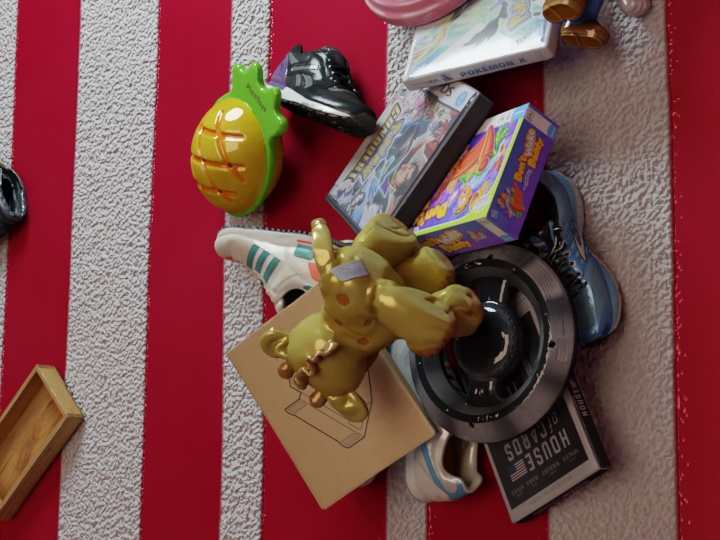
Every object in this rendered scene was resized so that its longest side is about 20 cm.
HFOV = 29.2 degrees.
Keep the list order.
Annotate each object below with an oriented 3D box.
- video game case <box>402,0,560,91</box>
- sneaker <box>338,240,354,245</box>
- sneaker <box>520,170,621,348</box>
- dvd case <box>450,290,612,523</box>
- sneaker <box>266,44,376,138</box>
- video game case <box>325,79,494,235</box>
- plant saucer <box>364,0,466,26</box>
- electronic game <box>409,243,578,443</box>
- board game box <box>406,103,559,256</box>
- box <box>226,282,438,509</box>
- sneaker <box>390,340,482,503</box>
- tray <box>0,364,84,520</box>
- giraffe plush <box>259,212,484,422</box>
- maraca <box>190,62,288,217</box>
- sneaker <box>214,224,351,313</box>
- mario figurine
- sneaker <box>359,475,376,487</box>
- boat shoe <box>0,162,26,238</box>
[{"bbox_3d":[0.142,-0.294,1.494,0.181,0.022,0.202,-8,54,36],"label":"video game case"},{"bbox_3d":[0.000,0.000,1.557,0.198,0.090,0.076,-8,77,36],"label":"sneaker"},{"bbox_3d":[0.197,-0.013,1.409,0.078,0.090,0.202,-31,65,27],"label":"sneaker"},{"bbox_3d":[0.170,0.138,1.417,0.150,0.025,0.202,-45,56,47],"label":"dvd case"},{"bbox_3d":[-0.041,-0.221,1.621,0.199,0.075,0.088,28,91,49],"label":"sneaker"},{"bbox_3d":[0.048,-0.129,1.515,0.201,0.025,0.181,-55,27,7],"label":"video game case"},{"bbox_3d":[0.076,-0.370,1.547,0.199,0.051,0.202,-21,51,28],"label":"plant saucer"},{"bbox_3d":[0.131,0.073,1.390,0.198,0.041,0.203,-10,74,38],"label":"electronic game"},{"bbox_3d":[0.109,-0.085,1.442,0.199,0.045,0.136,-15,47,57],"label":"board game box"},{"bbox_3d":[-0.032,0.128,1.465,0.163,0.021,0.201,-37,82,25],"label":"box"},{"bbox_3d":[0.086,0.144,1.473,0.080,0.076,0.203,-15,83,48],"label":"sneaker"},{"bbox_3d":[-0.463,0.238,1.903,0.201,0.037,0.099,-52,57,19],"label":"tray"},{"bbox_3d":[-0.002,0.057,1.358,0.173,0.199,0.163,51,122,31],"label":"giraffe plush"},{"bbox_3d":[-0.142,-0.156,1.666,0.137,0.106,0.201,49,134,25],"label":"maraca"},{"bbox_3d":[-0.095,0.004,1.531,0.198,0.070,0.095,6,83,40],"label":"sneaker"},{"bbox_3d":[0.258,-0.331,1.395,0.105,0.124,0.202,19,75,9],"label":"mario figurine"},{"bbox_3d":[-0.042,0.141,1.541,0.079,0.130,0.202,-21,71,31],"label":"sneaker"},{"bbox_3d":[-0.544,-0.142,2.011,0.090,0.071,0.202,-31,72,28],"label":"boat shoe"}]
